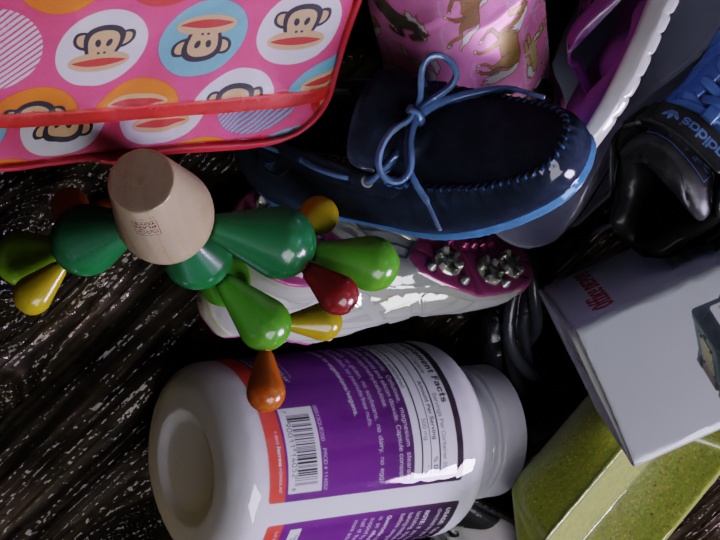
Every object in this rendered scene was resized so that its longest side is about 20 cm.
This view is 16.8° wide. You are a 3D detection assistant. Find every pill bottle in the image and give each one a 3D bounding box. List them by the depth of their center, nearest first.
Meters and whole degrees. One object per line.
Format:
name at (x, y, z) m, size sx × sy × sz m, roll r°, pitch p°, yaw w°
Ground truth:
pill bottle at (-0.010, 0.099, 1.356) m, size 0.200 × 0.113 × 0.113 m, roll -4°, pitch 133°, yaw -33°

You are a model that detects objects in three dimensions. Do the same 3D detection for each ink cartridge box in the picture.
ink cartridge box at (0.207, 0.015, 1.289) m, size 0.200 × 0.146 × 0.083 m, roll -24°, pitch 99°, yaw 2°

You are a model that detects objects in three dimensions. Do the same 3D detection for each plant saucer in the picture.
plant saucer at (0.154, 0.120, 1.450) m, size 0.200 × 0.048 × 0.200 m, roll -47°, pitch 155°, yaw -20°

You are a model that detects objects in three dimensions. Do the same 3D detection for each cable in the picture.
cable at (0.144, 0.019, 1.431) m, size 0.163 × 0.051 × 0.200 m, roll -15°, pitch 137°, yaw -23°

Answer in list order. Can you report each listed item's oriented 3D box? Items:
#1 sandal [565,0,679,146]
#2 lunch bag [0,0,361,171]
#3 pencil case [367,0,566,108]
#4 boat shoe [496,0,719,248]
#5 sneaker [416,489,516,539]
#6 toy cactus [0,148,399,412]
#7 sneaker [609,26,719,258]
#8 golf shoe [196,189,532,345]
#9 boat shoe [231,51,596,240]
sandal at (0.133, -0.144, 1.216) m, size 0.203 × 0.050 × 0.082 m, roll -63°, pitch -177°, yaw -9°
lunch bag at (-0.101, -0.115, 1.097) m, size 0.199 × 0.082 × 0.176 m, roll -7°, pitch 139°, yaw -27°
pencil case at (0.053, -0.122, 1.194) m, size 0.083 × 0.086 × 0.200 m, roll -55°, pitch 152°, yaw -30°
boat shoe at (0.135, -0.100, 1.296) m, size 0.200 × 0.074 × 0.065 m, roll -51°, pitch 166°, yaw 15°
sneaker at (0.067, 0.169, 1.517) m, size 0.088 × 0.074 × 0.200 m, roll -41°, pitch 141°, yaw 6°
toy cactus at (-0.088, -0.006, 1.140) m, size 0.165 × 0.199 × 0.103 m, roll 61°, pitch 42°, yaw -70°
sneaker at (0.190, -0.083, 1.214) m, size 0.111 × 0.077 × 0.200 m, roll -39°, pitch 166°, yaw -45°
golf shoe at (0.000, 0.000, 1.305) m, size 0.200 × 0.075 × 0.092 m, roll 4°, pitch 144°, yaw -35°
boat shoe at (0.013, -0.057, 1.160) m, size 0.200 × 0.084 × 0.069 m, roll -4°, pitch 141°, yaw 33°
